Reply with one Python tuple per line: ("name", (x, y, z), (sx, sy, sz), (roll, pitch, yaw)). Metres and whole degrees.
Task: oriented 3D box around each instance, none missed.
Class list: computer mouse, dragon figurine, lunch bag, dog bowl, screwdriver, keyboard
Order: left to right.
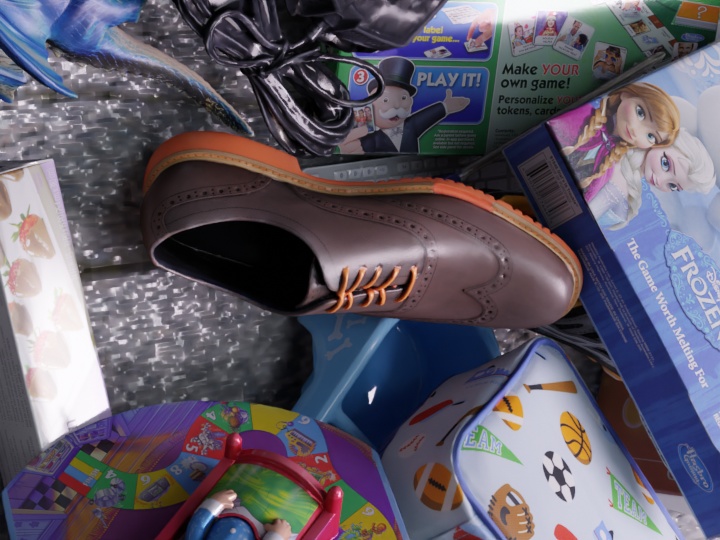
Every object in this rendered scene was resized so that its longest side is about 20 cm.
("dragon figurine", (-0.136, -0.104, 0.906), (0.100, 0.059, 0.200), (-53, 121, -26))
("dog bowl", (-0.004, 0.087, 1.028), (0.112, 0.050, 0.200), (49, 63, -31))
("computer mouse", (0.010, -0.155, 0.952), (0.200, 0.053, 0.139), (-42, 137, -2))
("keyboard", (0.047, -0.032, 1.096), (0.200, 0.011, 0.056), (-10, 98, -39))
("screwdriver", (0.061, -0.049, 1.038), (0.200, 0.028, 0.029), (-26, 105, -9))
("lunch bag", (0.091, 0.137, 0.983), (0.200, 0.075, 0.160), (59, 30, -7))

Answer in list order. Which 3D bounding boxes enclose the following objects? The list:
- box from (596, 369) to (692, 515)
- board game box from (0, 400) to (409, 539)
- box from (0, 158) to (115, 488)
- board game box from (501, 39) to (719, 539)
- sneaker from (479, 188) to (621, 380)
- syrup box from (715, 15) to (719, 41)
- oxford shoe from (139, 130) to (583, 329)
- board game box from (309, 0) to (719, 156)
("box", (0.209, 0.029, 1.161), (0.097, 0.124, 0.201), (18, 79, -39))
("board game box", (-0.050, 0.114, 0.852), (0.158, 0.200, 0.039), (-7, 138, -15))
("box", (-0.132, 0.053, 0.927), (0.039, 0.041, 0.201), (-20, 104, -38))
("board game box", (0.191, -0.008, 1.029), (0.199, 0.043, 0.200), (-26, 87, -34))
("sneaker", (0.127, 0.012, 1.053), (0.199, 0.077, 0.078), (15, 82, -4))
("syrup box", (0.135, -0.187, 1.118), (0.200, 0.081, 0.079), (49, 62, -32))
("oxford shoe", (0.000, 0.000, 0.962), (0.199, 0.073, 0.071), (11, 125, -6))
("board game box", (0.078, -0.121, 1.045), (0.199, 0.029, 0.135), (-1, 109, -23))
